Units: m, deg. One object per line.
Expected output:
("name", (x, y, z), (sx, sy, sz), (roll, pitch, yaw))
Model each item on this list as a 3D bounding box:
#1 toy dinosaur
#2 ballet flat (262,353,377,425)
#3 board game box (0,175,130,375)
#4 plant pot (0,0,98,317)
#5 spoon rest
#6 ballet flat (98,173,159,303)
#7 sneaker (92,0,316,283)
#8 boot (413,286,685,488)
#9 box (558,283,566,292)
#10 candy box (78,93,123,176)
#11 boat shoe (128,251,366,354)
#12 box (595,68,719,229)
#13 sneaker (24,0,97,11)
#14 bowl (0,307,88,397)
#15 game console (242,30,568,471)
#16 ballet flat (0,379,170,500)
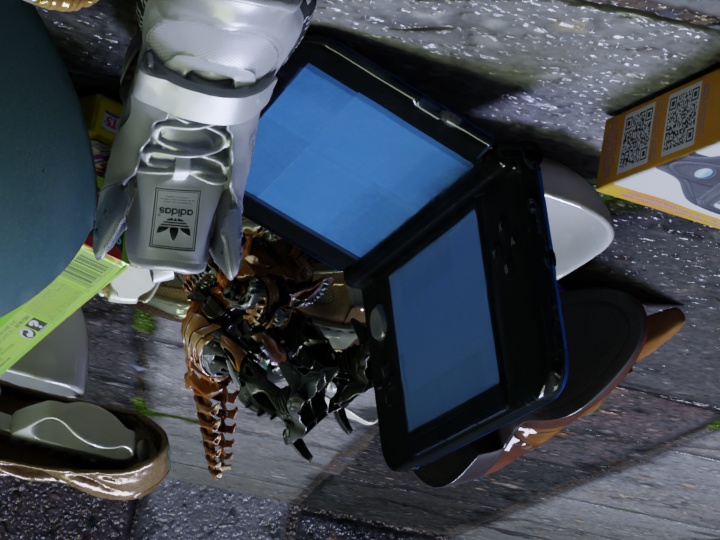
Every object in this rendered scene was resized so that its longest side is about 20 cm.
("toy dinosaur", (-0.057, 0.037, 1.068), (0.135, 0.102, 0.201), (31, 145, 21))
("ballet flat", (0.027, 0.072, 1.193), (0.198, 0.074, 0.073), (13, 167, -10))
("board game box", (-0.214, 0.007, 0.945), (0.101, 0.048, 0.200), (26, 135, -30))
("plant pot", (-0.209, -0.080, 0.734), (0.198, 0.201, 0.135), (9, 129, 8))
("spoon rest", (0.078, -0.015, 0.979), (0.099, 0.061, 0.200), (11, 168, -1))
("ballet flat", (-0.133, -0.015, 1.026), (0.070, 0.066, 0.200), (7, 172, -8))
("sneaker", (-0.069, -0.061, 0.778), (0.075, 0.116, 0.200), (8, 168, -12))
("boot", (0.145, 0.057, 1.092), (0.199, 0.069, 0.189), (-14, 150, -49))
("box", (0.038, 0.018, 1.197), (0.199, 0.039, 0.137), (5, 166, 26))
("candy box", (-0.168, -0.066, 1.046), (0.102, 0.027, 0.199), (18, 166, -40))
("boat shoe", (-0.074, -0.008, 1.129), (0.198, 0.077, 0.072), (10, -151, 15))
("box", (0.199, -0.052, 0.768), (0.118, 0.042, 0.200), (16, 168, -18))
("sneaker", (-0.159, -0.155, 0.605), (0.087, 0.076, 0.200), (20, 173, 42))
("bowl", (-0.270, 0.023, 1.138), (0.199, 0.075, 0.200), (15, 170, -18))
("game console", (0.000, 0.000, 0.886), (0.117, 0.172, 0.200), (-1, 163, -21))
("ballet flat", (-0.204, 0.094, 1.083), (0.199, 0.068, 0.072), (16, 150, -18))
